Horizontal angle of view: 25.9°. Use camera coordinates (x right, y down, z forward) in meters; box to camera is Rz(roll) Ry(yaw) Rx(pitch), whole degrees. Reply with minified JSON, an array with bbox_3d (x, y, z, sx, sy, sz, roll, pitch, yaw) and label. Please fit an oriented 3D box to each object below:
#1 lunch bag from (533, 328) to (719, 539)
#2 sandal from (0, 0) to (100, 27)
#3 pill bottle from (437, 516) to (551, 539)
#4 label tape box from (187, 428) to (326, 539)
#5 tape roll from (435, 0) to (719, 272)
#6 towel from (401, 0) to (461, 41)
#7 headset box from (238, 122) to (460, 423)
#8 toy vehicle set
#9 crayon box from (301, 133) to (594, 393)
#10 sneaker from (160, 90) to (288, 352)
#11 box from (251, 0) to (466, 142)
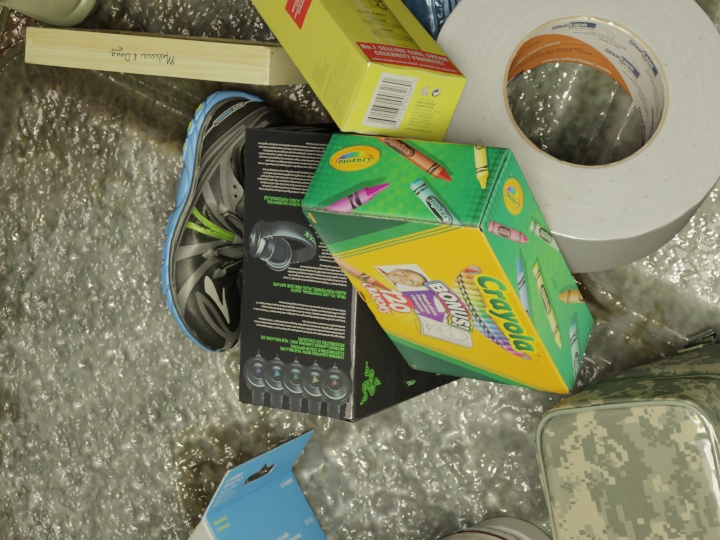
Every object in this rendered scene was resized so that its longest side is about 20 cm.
[{"bbox_3d":[0.217,0.150,1.015,0.139,0.168,0.201,-13,93,35],"label":"lunch bag"},{"bbox_3d":[-0.294,-0.241,1.220,0.200,0.057,0.080,15,104,23],"label":"sandal"},{"bbox_3d":[0.071,0.239,1.072,0.109,0.200,0.110,3,98,23],"label":"pill bottle"},{"bbox_3d":[-0.093,0.227,1.173,0.063,0.144,0.200,39,110,15],"label":"label tape box"},{"bbox_3d":[0.140,-0.103,1.013,0.200,0.066,0.201,1,72,-4],"label":"tape roll"},{"bbox_3d":[0.022,-0.213,1.099,0.111,0.049,0.201,4,108,29],"label":"towel"},{"bbox_3d":[0.000,0.000,1.083,0.093,0.174,0.201,7,99,28],"label":"headset box"},{"bbox_3d":[-0.128,-0.158,1.148,0.199,0.124,0.027,8,100,23],"label":"toy vehicle set"},{"bbox_3d":[0.059,-0.001,0.970,0.118,0.200,0.058,7,61,29],"label":"crayon box"},{"bbox_3d":[-0.097,-0.033,1.180,0.083,0.071,0.200,14,100,28],"label":"sneaker"},{"bbox_3d":[-0.009,-0.154,1.004,0.200,0.075,0.050,60,136,48],"label":"box"}]
